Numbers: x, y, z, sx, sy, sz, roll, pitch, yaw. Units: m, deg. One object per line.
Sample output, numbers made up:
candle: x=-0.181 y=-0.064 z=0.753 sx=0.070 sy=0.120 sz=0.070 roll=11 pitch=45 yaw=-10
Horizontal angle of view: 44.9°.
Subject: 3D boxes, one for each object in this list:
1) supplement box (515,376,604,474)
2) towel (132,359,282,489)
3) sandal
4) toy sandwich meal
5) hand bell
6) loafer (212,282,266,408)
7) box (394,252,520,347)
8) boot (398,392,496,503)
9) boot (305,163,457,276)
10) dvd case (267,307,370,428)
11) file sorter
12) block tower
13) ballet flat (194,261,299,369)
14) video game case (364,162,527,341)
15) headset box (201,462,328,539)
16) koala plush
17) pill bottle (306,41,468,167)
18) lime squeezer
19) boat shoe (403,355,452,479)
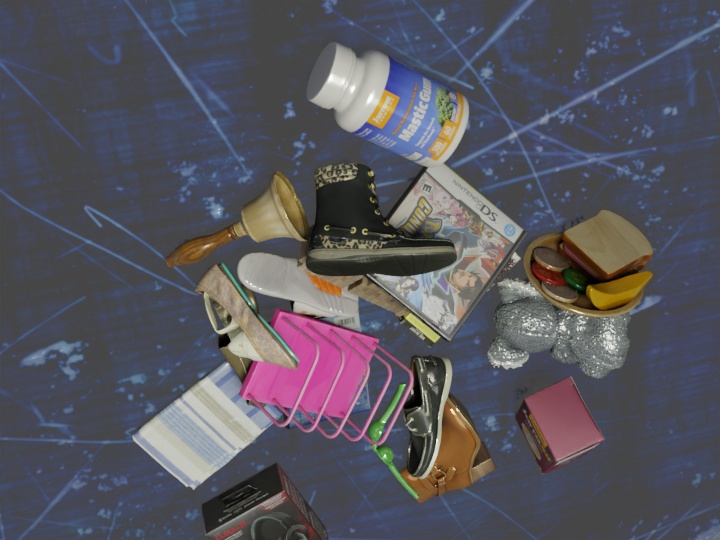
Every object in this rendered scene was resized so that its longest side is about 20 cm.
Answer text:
supplement box: x=0.319 y=0.257 z=1.423 sx=0.085 sy=0.111 sz=0.200 roll=-24 pitch=161 yaw=-3
towel: x=-0.239 y=0.243 z=1.370 sx=0.200 sy=0.024 sz=0.147 roll=-39 pitch=118 yaw=4
sandal: x=-0.096 y=0.021 z=1.268 sx=0.206 sy=0.079 sz=0.059 roll=16 pitch=152 yaw=-32
toy sandwich meal: x=0.345 y=-0.012 z=1.306 sx=0.204 sy=0.206 sz=0.070 roll=-2 pitch=133 yaw=-14
hand bell: x=-0.182 y=-0.051 z=1.214 sx=0.199 sy=0.104 sz=0.104 roll=-23 pitch=121 yaw=12
loafer: x=-0.177 y=0.114 z=1.295 sx=0.067 sy=0.076 sz=0.201 roll=-10 pitch=109 yaw=-10
box: x=0.148 y=0.022 z=1.347 sx=0.075 sy=0.050 sz=0.200 roll=38 pitch=102 yaw=-25
boot: x=0.130 y=0.306 z=1.485 sx=0.155 sy=0.077 sz=0.200 roll=-27 pitch=128 yaw=4
boot: x=0.027 y=-0.073 z=1.189 sx=0.203 sy=0.154 sz=0.074 roll=-2 pitch=156 yaw=4
dvd case: x=-0.063 y=0.153 z=1.375 sx=0.142 sy=0.018 sz=0.201 roll=-12 pitch=120 yaw=-9
file sorter: x=-0.043 y=0.163 z=1.268 sx=0.200 sy=0.125 sz=0.139 roll=19 pitch=99 yaw=-41
block tower: x=0.000 y=0.000 z=1.277 sx=0.200 sy=0.058 sz=0.054 roll=28 pitch=144 yaw=-28
ballet flat: x=-0.161 y=0.076 z=1.198 sx=0.067 sy=0.200 sz=0.068 roll=-38 pitch=153 yaw=-6
video game case: x=0.115 y=-0.032 z=1.251 sx=0.181 sy=0.025 sz=0.200 roll=38 pitch=80 yaw=-9
headset box: x=-0.160 y=0.427 z=1.455 sx=0.148 sy=0.077 sz=0.200 roll=-29 pitch=122 yaw=0
koala plush: x=0.301 y=0.080 z=1.364 sx=0.199 sy=0.184 sz=0.178 roll=7 pitch=115 yaw=-6
pill bottle: x=0.034 y=-0.223 z=1.155 sx=0.199 sy=0.112 sz=0.112 roll=20 pitch=109 yaw=-25
lime squeezer: x=0.051 y=0.288 z=1.454 sx=0.070 sy=0.038 sz=0.201 roll=-9 pitch=98 yaw=-13
boat shoe: x=0.095 y=0.236 z=1.411 sx=0.067 sy=0.072 sz=0.201 roll=8 pitch=92 yaw=-24
